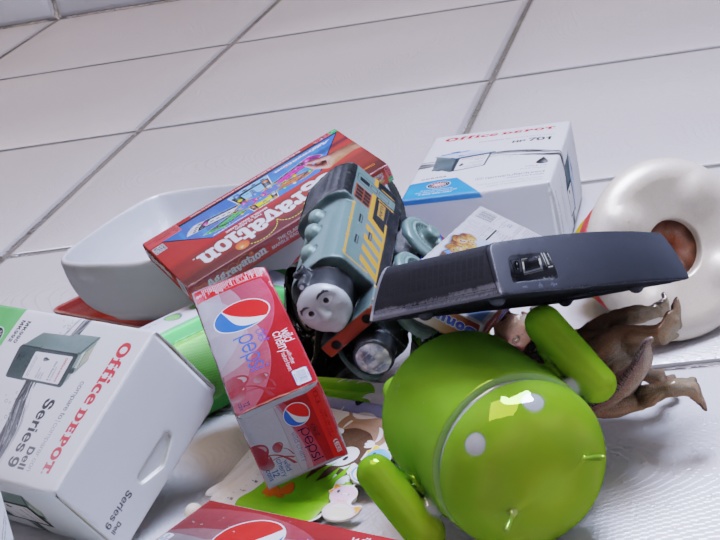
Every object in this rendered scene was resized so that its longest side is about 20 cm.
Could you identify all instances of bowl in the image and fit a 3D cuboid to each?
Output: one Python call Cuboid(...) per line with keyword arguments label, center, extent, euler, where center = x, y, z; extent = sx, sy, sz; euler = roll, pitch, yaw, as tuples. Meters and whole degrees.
Cuboid(label="bowl", center=(-0.152, -0.013, 1.642), extent=(0.200, 0.075, 0.200), euler=(-1, 21, 26))

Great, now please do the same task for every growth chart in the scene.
Cuboid(label="growth chart", center=(-0.036, 0.135, 1.315), extent=(0.145, 0.018, 0.200), euler=(-2, 29, 31))

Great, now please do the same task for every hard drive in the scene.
Cuboid(label="hard drive", center=(0.115, 0.004, 1.221), extent=(0.200, 0.042, 0.135), euler=(-4, -6, -44))

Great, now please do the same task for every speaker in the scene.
Cuboid(label="speaker", center=(-0.126, 0.068, 1.484), extent=(0.200, 0.088, 0.088), euler=(-26, 24, -36))

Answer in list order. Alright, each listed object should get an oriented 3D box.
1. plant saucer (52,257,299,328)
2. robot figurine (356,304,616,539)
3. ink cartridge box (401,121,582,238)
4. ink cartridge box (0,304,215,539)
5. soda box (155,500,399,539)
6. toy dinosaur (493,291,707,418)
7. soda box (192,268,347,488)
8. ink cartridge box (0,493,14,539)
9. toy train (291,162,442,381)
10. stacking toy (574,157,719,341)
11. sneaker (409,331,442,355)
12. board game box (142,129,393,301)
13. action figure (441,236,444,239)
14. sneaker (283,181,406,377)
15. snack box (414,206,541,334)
Cuboid(label="plant saucer", center=(-0.155, 0.026, 1.700), extent=(0.200, 0.037, 0.200), euler=(7, 26, 44))
Cuboid(label="robot figurine", center=(0.087, 0.111, 1.185), extent=(0.175, 0.116, 0.200), euler=(-39, 25, -6))
Cuboid(label="ink cartridge box", center=(0.131, -0.071, 1.733), extent=(0.146, 0.086, 0.200), euler=(-7, 21, 14))
Cuboid(label="ink cartridge box", center=(-0.227, 0.112, 1.335), extent=(0.200, 0.084, 0.146), euler=(6, 57, 42))
Cuboid(label="soda box", center=(-0.037, 0.197, 1.095), extent=(0.200, 0.063, 0.070), euler=(6, 26, 40))
Cuboid(label="toy dinosaur", center=(0.162, 0.072, 1.266), extent=(0.136, 0.086, 0.200), euler=(-13, 6, 0))
Cuboid(label="soda box", center=(-0.070, 0.075, 1.329), extent=(0.063, 0.070, 0.200), euler=(-23, 29, -3))
Cuboid(label="ink cartridge box", center=(-0.276, 0.159, 1.135), extent=(0.084, 0.200, 0.145), euler=(-13, 18, -4))
Cuboid(label="toy train", center=(0.000, 0.000, 1.386), extent=(0.085, 0.114, 0.200), euler=(-42, 18, 28))
Cuboid(label="stacking toy", center=(0.223, -0.010, 1.497), extent=(0.146, 0.146, 0.200), euler=(-18, 0, -18))
Cuboid(label="sneaker", center=(0.066, 0.049, 1.425), extent=(0.078, 0.085, 0.200), euler=(-11, 21, 3))
Cuboid(label="board game box", center=(-0.079, -0.049, 1.520), extent=(0.200, 0.019, 0.103), euler=(-32, 35, -14))
Cuboid(label="action figure", center=(0.017, -0.026, 1.598), extent=(0.200, 0.052, 0.065), euler=(21, 17, -15))
Cuboid(label="sneaker", center=(-0.018, 0.002, 1.489), extent=(0.060, 0.200, 0.104), euler=(-6, -17, 37))
Cuboid(label="snack box", center=(0.089, 0.001, 1.367), extent=(0.072, 0.024, 0.200), euler=(28, 26, 11))
